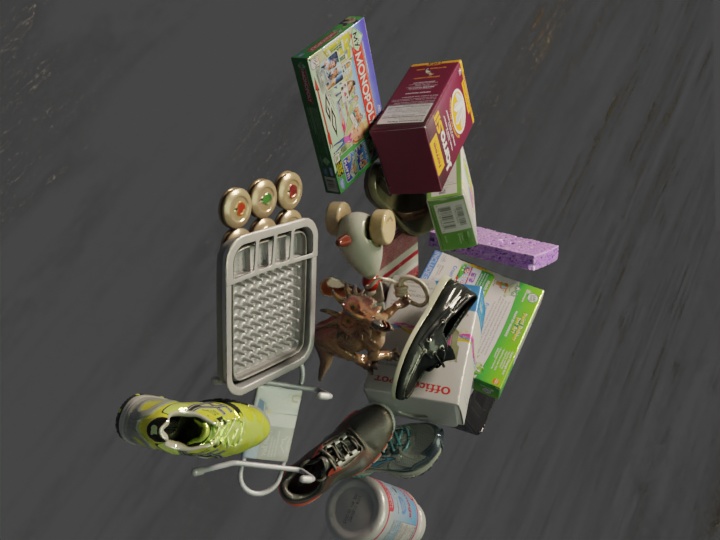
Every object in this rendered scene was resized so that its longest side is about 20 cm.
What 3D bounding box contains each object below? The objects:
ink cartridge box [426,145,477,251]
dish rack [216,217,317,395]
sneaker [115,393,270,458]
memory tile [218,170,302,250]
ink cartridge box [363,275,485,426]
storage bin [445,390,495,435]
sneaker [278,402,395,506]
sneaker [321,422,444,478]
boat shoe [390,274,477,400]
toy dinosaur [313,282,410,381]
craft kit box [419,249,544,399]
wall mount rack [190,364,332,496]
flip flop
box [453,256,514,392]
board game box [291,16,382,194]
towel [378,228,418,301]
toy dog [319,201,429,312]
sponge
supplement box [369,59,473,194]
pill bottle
[{"bbox_3d":[0.143,-0.137,1.301,0.200,0.059,0.104,-85,160,-47],"label":"ink cartridge box"},{"bbox_3d":[-0.121,0.039,1.018,0.172,0.044,0.200,-22,119,-54],"label":"dish rack"},{"bbox_3d":[-0.179,0.188,0.948,0.200,0.076,0.076,11,90,-45],"label":"sneaker"},{"bbox_3d":[-0.122,-0.019,1.051,0.153,0.017,0.200,-25,122,-51],"label":"memory tile"},{"bbox_3d":[0.100,0.119,1.238,0.085,0.144,0.200,71,29,-58],"label":"ink cartridge box"},{"bbox_3d":[0.203,0.192,1.557,0.200,0.094,0.135,-65,146,-20],"label":"storage bin"},{"bbox_3d":[-0.031,0.264,1.160,0.200,0.077,0.082,-41,170,-6],"label":"sneaker"},{"bbox_3d":[0.029,0.265,1.227,0.086,0.200,0.078,42,40,-41],"label":"sneaker"},{"bbox_3d":[0.107,0.101,1.154,0.199,0.066,0.075,-59,161,-28],"label":"boat shoe"},{"bbox_3d":[-0.018,0.081,1.099,0.135,0.200,0.086,16,54,-41],"label":"toy dinosaur"},{"bbox_3d":[0.171,0.082,1.339,0.200,0.197,0.049,-59,159,-28],"label":"craft kit box"},{"bbox_3d":[-0.132,0.203,1.069,0.174,0.075,0.200,12,89,-26],"label":"wall mount rack"},{"bbox_3d":[0.074,-0.111,1.272,0.200,0.058,0.081,33,56,-52],"label":"flip flop"},{"bbox_3d":[0.174,0.101,1.423,0.200,0.132,0.115,-57,161,-29],"label":"box"},{"bbox_3d":[-0.022,-0.224,1.122,0.135,0.029,0.200,-47,137,-37],"label":"board game box"},{"bbox_3d":[0.054,0.033,1.339,0.144,0.023,0.200,-35,131,-49],"label":"towel"},{"bbox_3d":[0.000,0.000,1.155,0.096,0.132,0.200,-45,115,-51],"label":"toy dog"},{"bbox_3d":[0.228,-0.043,1.413,0.112,0.200,0.030,-18,117,-53],"label":"sponge"},{"bbox_3d":[0.096,-0.214,1.216,0.200,0.086,0.110,-63,143,-44],"label":"supplement box"},{"bbox_3d":[0.033,0.404,1.353,0.200,0.109,0.109,39,68,-55],"label":"pill bottle"}]
